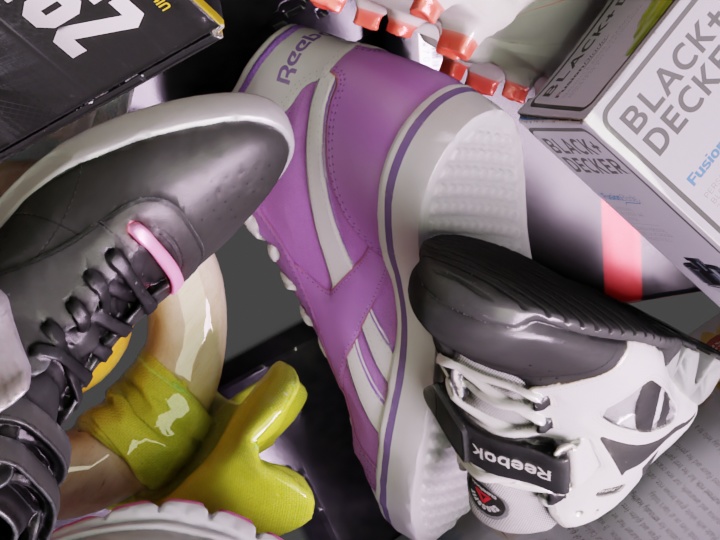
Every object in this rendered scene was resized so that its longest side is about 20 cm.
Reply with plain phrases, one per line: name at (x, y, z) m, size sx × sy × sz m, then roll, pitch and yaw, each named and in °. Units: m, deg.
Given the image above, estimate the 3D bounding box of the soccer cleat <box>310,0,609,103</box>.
soccer cleat at (0.036, -0.103, 0.927) m, size 0.078 × 0.069 × 0.200 m, roll -69°, pitch 159°, yaw 0°

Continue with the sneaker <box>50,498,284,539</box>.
sneaker at (-0.029, 0.136, 0.924) m, size 0.199 × 0.088 × 0.082 m, roll 10°, pitch 125°, yaw 2°

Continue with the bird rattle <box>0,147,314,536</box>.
bird rattle at (-0.115, 0.037, 0.995) m, size 0.199 × 0.113 × 0.164 m, roll -2°, pitch 98°, yaw -6°

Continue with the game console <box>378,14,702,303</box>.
game console at (0.091, -0.081, 1.047) m, size 0.176 × 0.031 × 0.201 m, roll -8°, pitch 110°, yaw -11°

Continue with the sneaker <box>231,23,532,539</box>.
sneaker at (0.000, -0.001, 1.016) m, size 0.073 × 0.114 × 0.201 m, roll -39°, pitch 143°, yaw -36°

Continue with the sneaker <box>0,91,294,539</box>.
sneaker at (-0.092, 0.029, 0.897) m, size 0.200 × 0.099 × 0.071 m, roll -32°, pitch 139°, yaw -1°

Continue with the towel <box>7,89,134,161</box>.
towel at (-0.148, -0.108, 0.891) m, size 0.199 × 0.048 × 0.171 m, roll 5°, pitch 139°, yaw -20°

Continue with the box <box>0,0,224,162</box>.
box at (-0.158, -0.097, 0.827) m, size 0.159 × 0.049 × 0.200 m, roll -28°, pitch 139°, yaw 18°

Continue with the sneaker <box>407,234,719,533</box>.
sneaker at (0.061, 0.046, 0.959) m, size 0.089 × 0.074 × 0.200 m, roll -61°, pitch 153°, yaw 2°

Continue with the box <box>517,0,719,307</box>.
box at (0.163, -0.027, 0.945) m, size 0.200 × 0.060 × 0.117 m, roll 42°, pitch 82°, yaw -15°

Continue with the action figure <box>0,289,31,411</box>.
action figure at (-0.209, -0.025, 0.822) m, size 0.194 × 0.200 × 0.105 m, roll 54°, pitch 51°, yaw -43°

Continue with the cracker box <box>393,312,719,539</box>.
cracker box at (0.114, 0.095, 1.056) m, size 0.200 × 0.134 × 0.058 m, roll -34°, pitch 118°, yaw -5°
